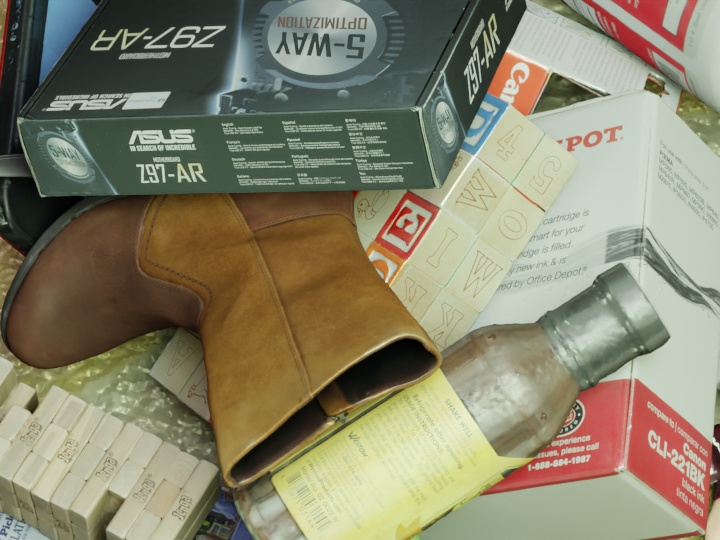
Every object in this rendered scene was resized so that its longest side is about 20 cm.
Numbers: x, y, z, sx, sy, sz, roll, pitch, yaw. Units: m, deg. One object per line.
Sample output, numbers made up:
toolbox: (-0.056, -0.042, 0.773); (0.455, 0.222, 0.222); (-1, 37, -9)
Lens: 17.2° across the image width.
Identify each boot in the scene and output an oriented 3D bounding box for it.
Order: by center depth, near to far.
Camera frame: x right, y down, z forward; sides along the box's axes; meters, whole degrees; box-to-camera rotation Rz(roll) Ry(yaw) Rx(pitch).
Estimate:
boot: (-0.069, 0.034, 1.067); (0.188, 0.068, 0.200); (-27, 39, 2)

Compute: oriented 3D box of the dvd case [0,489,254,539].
dvd case: (-0.122, 0.159, 1.136); (0.200, 0.018, 0.143); (17, 64, 6)

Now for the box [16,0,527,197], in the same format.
box: (-0.038, -0.097, 1.108); (0.200, 0.044, 0.160); (0, 36, 22)

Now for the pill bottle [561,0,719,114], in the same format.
pill bottle: (0.163, -0.169, 1.246); (0.112, 0.112, 0.200); (-33, 50, -17)

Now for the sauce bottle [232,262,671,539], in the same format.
sauce bottle: (0.042, 0.067, 1.038); (0.200, 0.065, 0.065); (-32, 67, 3)

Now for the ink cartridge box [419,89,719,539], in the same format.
ink cartridge box: (0.092, 0.029, 1.139); (0.144, 0.084, 0.200); (-12, 57, 35)

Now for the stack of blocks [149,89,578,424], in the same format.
stack of blocks: (0.000, 0.000, 1.133); (0.200, 0.059, 0.115); (-56, 40, -1)

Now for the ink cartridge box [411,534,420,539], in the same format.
ink cartridge box: (-0.006, 0.220, 1.067); (0.117, 0.067, 0.200); (-13, 69, -14)

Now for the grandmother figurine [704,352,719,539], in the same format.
grandmother figurine: (0.198, 0.114, 1.150); (0.121, 0.061, 0.200); (6, 65, -9)

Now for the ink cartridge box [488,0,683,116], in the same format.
ink cartridge box: (0.065, -0.110, 1.230); (0.200, 0.050, 0.109); (26, 22, 3)

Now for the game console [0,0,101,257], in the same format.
game console: (-0.092, -0.083, 1.212); (0.119, 0.172, 0.200); (-11, 60, 22)

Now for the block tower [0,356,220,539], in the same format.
block tower: (-0.167, 0.081, 1.134); (0.200, 0.054, 0.058); (27, 64, 12)

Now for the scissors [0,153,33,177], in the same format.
scissors: (-0.121, -0.057, 1.158); (0.200, 0.014, 0.073); (13, 64, -31)
